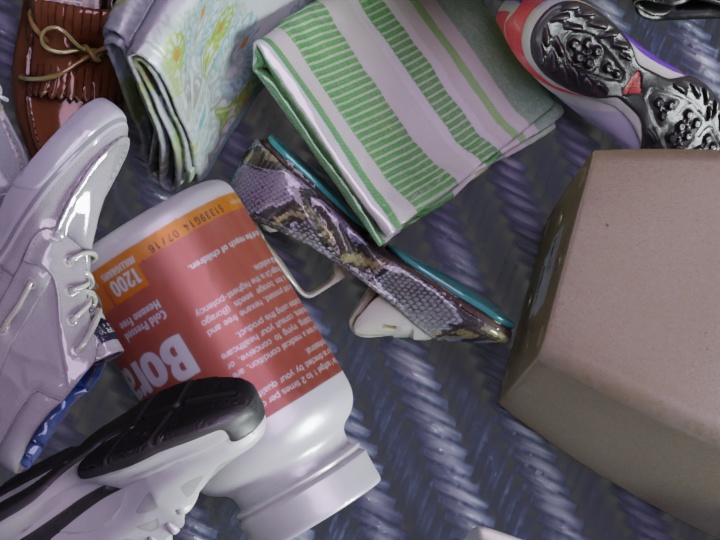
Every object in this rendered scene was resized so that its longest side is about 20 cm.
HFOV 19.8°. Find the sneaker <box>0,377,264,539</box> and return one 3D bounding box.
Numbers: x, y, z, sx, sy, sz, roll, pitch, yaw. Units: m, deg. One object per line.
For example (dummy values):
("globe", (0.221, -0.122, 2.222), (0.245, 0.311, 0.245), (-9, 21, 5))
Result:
("sneaker", (-0.110, 0.140, 1.137), (0.115, 0.200, 0.076), (55, 29, -13))

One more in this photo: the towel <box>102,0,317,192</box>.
("towel", (-0.078, -0.162, 1.220), (0.048, 0.171, 0.200), (23, 68, 14))

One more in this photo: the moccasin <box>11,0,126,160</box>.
("moccasin", (-0.164, -0.144, 1.234), (0.074, 0.078, 0.202), (10, 74, -16))

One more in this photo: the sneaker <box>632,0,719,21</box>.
("sneaker", (0.194, -0.243, 1.382), (0.200, 0.076, 0.115), (35, 67, -11))

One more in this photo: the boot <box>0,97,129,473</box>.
("boot", (-0.161, 0.012, 1.127), (0.096, 0.074, 0.200), (35, 98, 12))

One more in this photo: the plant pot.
("plant pot", (0.193, 0.032, 1.264), (0.177, 0.200, 0.200), (17, 72, -1))

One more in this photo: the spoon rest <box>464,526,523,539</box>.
("spoon rest", (0.051, 0.251, 1.232), (0.099, 0.061, 0.200), (21, 84, -12))

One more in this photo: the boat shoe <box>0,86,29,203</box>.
("boat shoe", (-0.261, -0.116, 1.201), (0.074, 0.065, 0.202), (-35, 91, -22))

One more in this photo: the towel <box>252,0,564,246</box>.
("towel", (0.031, -0.117, 1.288), (0.153, 0.023, 0.200), (54, 47, 0))

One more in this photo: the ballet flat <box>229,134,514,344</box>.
("ballet flat", (0.000, 0.000, 1.271), (0.200, 0.072, 0.072), (37, 68, -7))

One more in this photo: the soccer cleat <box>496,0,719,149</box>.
("soccer cleat", (0.170, -0.117, 1.347), (0.200, 0.073, 0.068), (34, 93, -30))

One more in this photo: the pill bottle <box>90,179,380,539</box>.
("pill bottle", (-0.075, 0.057, 1.197), (0.112, 0.112, 0.200), (-31, 88, -23))
